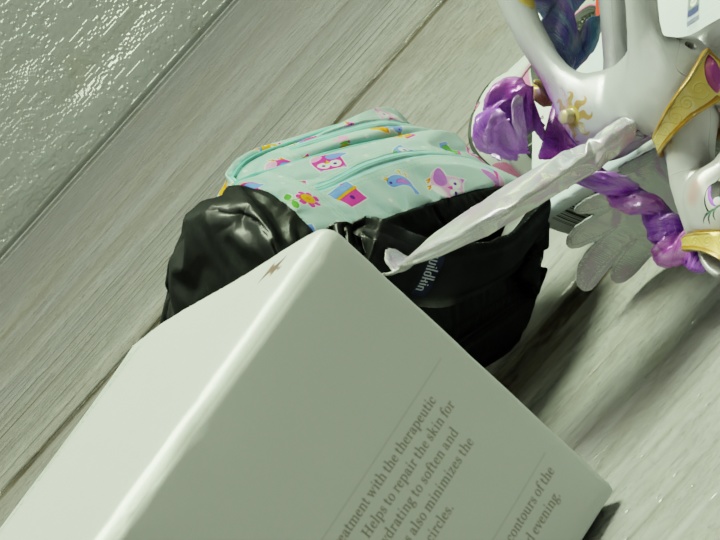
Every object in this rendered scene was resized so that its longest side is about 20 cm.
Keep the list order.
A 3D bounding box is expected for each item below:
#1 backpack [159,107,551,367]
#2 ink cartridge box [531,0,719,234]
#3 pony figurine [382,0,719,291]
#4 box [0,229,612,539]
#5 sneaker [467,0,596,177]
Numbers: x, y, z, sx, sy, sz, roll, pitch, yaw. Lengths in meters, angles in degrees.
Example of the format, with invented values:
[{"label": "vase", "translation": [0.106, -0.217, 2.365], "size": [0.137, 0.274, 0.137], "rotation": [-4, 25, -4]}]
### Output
[{"label": "backpack", "translation": [0.000, 0.000, 1.381], "size": [0.200, 0.127, 0.167], "rotation": [-24, -38, -40]}, {"label": "ink cartridge box", "translation": [0.150, -0.136, 1.431], "size": [0.160, 0.047, 0.200], "rotation": [-34, 47, 49]}, {"label": "pony figurine", "translation": [0.110, -0.067, 1.245], "size": [0.166, 0.200, 0.193], "rotation": [-5, -11, -37]}, {"label": "box", "translation": [-0.046, 0.128, 1.184], "size": [0.199, 0.171, 0.200], "rotation": [-55, 14, -31]}, {"label": "sneaker", "translation": [0.140, -0.126, 1.606], "size": [0.086, 0.080, 0.200], "rotation": [-19, 37, 42]}]
